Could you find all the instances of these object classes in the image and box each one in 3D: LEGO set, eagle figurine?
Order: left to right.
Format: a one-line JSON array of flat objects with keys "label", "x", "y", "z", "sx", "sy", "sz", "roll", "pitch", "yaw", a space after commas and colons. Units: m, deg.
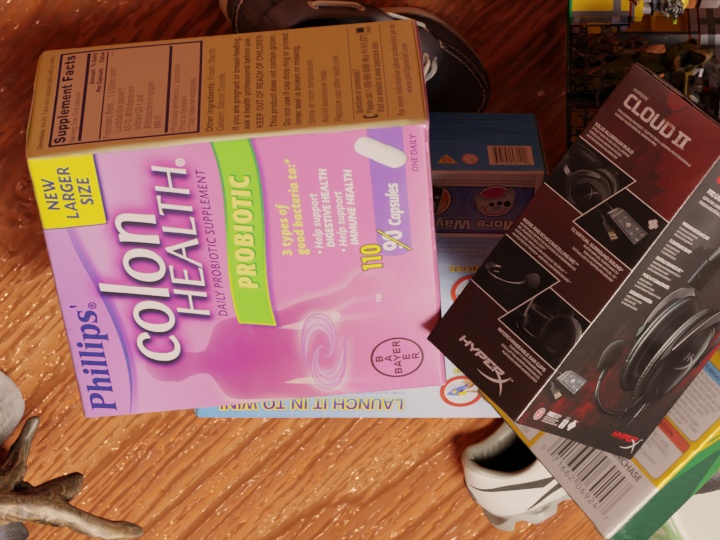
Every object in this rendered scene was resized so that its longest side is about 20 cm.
[{"label": "eagle figurine", "x": -0.255, "y": 0.168, "z": 1.179, "sx": 0.152, "sy": 0.151, "sz": 0.200, "roll": 47, "pitch": 138, "yaw": -8}, {"label": "LEGO set", "x": 0.175, "y": -0.129, "z": 1.102, "sx": 0.115, "sy": 0.154, "sz": 0.201, "roll": 0, "pitch": 122, "yaw": 6}]

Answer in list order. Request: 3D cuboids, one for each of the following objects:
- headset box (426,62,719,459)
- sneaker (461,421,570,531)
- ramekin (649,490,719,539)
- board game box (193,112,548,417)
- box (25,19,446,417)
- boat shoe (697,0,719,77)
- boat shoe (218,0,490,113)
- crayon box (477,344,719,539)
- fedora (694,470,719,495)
[{"label": "headset box", "x": 0.150, "y": -0.007, "z": 1.030, "sx": 0.200, "sy": 0.077, "sz": 0.149, "roll": -52, "pitch": 148, "yaw": 10}, {"label": "sneaker", "x": 0.161, "y": 0.107, "z": 1.372, "sx": 0.200, "sy": 0.074, "sz": 0.089, "roll": -34, "pitch": 139, "yaw": 2}, {"label": "ramekin", "x": 0.256, "y": 0.115, "z": 1.324, "sx": 0.199, "sy": 0.098, "sz": 0.201, "roll": -3, "pitch": 99, "yaw": -21}, {"label": "board game box", "x": 0.000, "y": 0.000, "z": 1.150, "sx": 0.199, "sy": 0.056, "sz": 0.196, "roll": 1, "pitch": 132, "yaw": -4}, {"label": "box", "x": -0.060, "y": -0.025, "z": 1.022, "sx": 0.199, "sy": 0.097, "sz": 0.176, "roll": -4, "pitch": 129, "yaw": 1}, {"label": "boat shoe", "x": 0.244, "y": -0.095, "z": 1.237, "sx": 0.073, "sy": 0.068, "sz": 0.200, "roll": -10, "pitch": 134, "yaw": -21}, {"label": "boat shoe", "x": 0.007, "y": -0.114, "z": 1.088, "sx": 0.200, "sy": 0.063, "sz": 0.073, "roll": 22, "pitch": 113, "yaw": -43}, {"label": "crayon box", "x": 0.182, "y": 0.047, "z": 1.123, "sx": 0.200, "sy": 0.126, "sz": 0.052, "roll": -46, "pitch": 148, "yaw": 9}, {"label": "fedora", "x": 0.198, "y": 0.039, "z": 1.210, "sx": 0.200, "sy": 0.201, "sz": 0.092, "roll": -40, "pitch": 165, "yaw": 9}]
